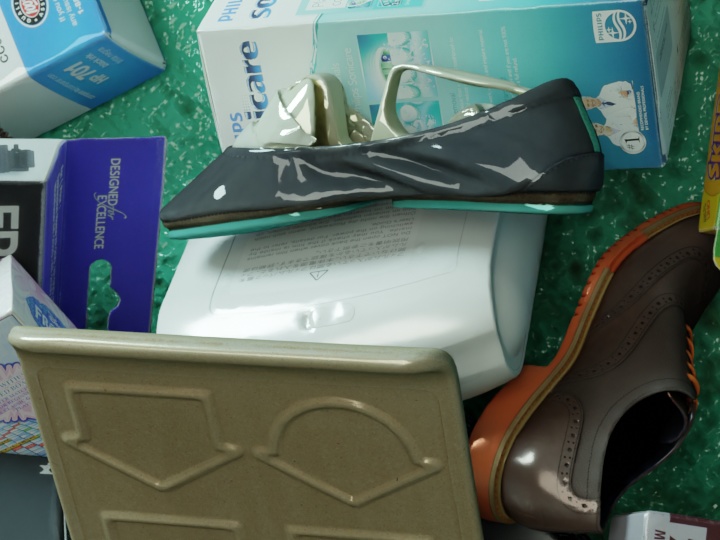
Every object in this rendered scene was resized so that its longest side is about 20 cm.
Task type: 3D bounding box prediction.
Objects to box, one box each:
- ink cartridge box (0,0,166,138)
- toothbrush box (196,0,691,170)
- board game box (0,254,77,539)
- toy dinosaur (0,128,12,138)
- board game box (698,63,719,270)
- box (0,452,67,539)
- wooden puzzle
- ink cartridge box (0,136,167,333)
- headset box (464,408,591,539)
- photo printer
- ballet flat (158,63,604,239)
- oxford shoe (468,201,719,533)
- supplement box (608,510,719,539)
[{"bbox_3d":[-0.220,-0.128,1.230,0.199,0.086,0.147,-26,77,11],"label":"ink cartridge box"},{"bbox_3d":[0.043,-0.110,1.107,0.199,0.147,0.086,-3,120,16],"label":"toothbrush box"},{"bbox_3d":[-0.189,0.108,1.140,0.199,0.200,0.041,-26,40,13],"label":"board game box"},{"bbox_3d":[-0.197,-0.017,1.176,0.086,0.135,0.200,-107,34,-47],"label":"toy dinosaur"},{"bbox_3d":[0.211,-0.091,1.107,0.095,0.030,0.201,9,83,-14],"label":"board game box"},{"bbox_3d":[-0.239,0.148,1.088,0.199,0.079,0.142,6,127,-14],"label":"box"},{"bbox_3d":[-0.037,0.090,1.019,0.184,0.201,0.046,3,44,17],"label":"wooden puzzle"},{"bbox_3d":[-0.192,0.024,1.123,0.199,0.199,0.043,-1,41,-10],"label":"ink cartridge box"},{"bbox_3d":[0.030,0.171,1.117,0.174,0.093,0.200,-45,73,6],"label":"headset box"},{"bbox_3d":[0.000,0.000,1.095,0.166,0.200,0.070,-10,118,14],"label":"photo printer"},{"bbox_3d":[0.006,-0.052,1.031,0.199,0.073,0.073,-4,82,22],"label":"ballet flat"},{"bbox_3d":[0.125,0.046,1.075,0.072,0.071,0.200,16,50,32],"label":"oxford shoe"},{"bbox_3d":[0.200,0.168,1.018,0.199,0.061,0.109,9,81,-8],"label":"supplement box"}]
